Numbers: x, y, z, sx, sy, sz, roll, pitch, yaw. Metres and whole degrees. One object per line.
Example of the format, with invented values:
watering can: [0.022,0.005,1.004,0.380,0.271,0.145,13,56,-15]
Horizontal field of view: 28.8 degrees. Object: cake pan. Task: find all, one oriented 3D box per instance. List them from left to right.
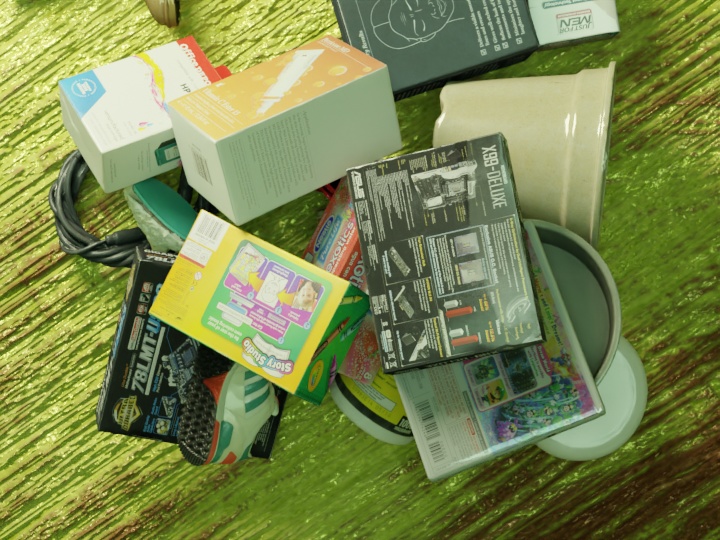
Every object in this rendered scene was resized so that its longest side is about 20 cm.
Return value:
cake pan: [0.159,0.052,1.377,0.197,0.037,0.203,-4,77,16]

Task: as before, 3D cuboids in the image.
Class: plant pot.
plant pot: [0.174,-0.129,1.501,0.181,0.200,0.204,7,91,11]

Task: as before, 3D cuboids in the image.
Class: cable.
cable: [-0.252,-0.085,1.559,0.200,0.051,0.163,-44,96,-3]

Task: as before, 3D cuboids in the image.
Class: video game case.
video game case: [0.118,0.077,1.351,0.180,0.024,0.202,-23,72,10]

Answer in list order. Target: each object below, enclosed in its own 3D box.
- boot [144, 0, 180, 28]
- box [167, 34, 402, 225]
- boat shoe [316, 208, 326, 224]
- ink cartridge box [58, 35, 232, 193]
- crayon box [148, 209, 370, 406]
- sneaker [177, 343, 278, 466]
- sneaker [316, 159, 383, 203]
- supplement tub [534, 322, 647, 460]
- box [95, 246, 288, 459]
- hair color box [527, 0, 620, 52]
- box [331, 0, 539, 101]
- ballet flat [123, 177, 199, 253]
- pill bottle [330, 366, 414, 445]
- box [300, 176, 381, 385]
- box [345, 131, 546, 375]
boot: [-0.305,-0.336,1.546,0.197,0.066,0.178,-11,79,-1]
box: [-0.076,-0.147,1.426,0.198,0.124,0.099,-26,124,-21]
boat shoe: [0.045,-0.025,1.546,0.197,0.071,0.066,13,90,-2]
ink cartridge box: [-0.206,-0.174,1.492,0.198,0.068,0.117,-24,59,-22]
crayon box: [-0.100,0.035,1.382,0.198,0.058,0.120,26,86,29]
sneaker: [-0.123,0.111,1.476,0.070,0.093,0.203,22,96,43]
sneaker: [-0.059,-0.123,1.519,0.197,0.116,0.080,13,96,-1]
supplement tub: [0.218,0.119,1.485,0.138,0.200,0.143,0,90,0]
box: [-0.168,0.091,1.508,0.196,0.050,0.203,11,105,-17]
hair color box: [0.219,-0.351,1.549,0.098,0.061,0.203,-9,90,0]
box: [0.076,-0.277,1.526,0.197,0.107,0.151,-17,91,-1]
ballet flat: [-0.186,-0.027,1.521,0.199,0.072,0.072,35,90,-23]
pill bottle: [0.062,0.078,1.504,0.112,0.113,0.201,33,106,-1]
box: [0.000,0.000,1.450,0.094,0.103,0.202,24,96,-28]
box: [0.081,-0.015,1.330,0.155,0.050,0.203,-13,82,12]
